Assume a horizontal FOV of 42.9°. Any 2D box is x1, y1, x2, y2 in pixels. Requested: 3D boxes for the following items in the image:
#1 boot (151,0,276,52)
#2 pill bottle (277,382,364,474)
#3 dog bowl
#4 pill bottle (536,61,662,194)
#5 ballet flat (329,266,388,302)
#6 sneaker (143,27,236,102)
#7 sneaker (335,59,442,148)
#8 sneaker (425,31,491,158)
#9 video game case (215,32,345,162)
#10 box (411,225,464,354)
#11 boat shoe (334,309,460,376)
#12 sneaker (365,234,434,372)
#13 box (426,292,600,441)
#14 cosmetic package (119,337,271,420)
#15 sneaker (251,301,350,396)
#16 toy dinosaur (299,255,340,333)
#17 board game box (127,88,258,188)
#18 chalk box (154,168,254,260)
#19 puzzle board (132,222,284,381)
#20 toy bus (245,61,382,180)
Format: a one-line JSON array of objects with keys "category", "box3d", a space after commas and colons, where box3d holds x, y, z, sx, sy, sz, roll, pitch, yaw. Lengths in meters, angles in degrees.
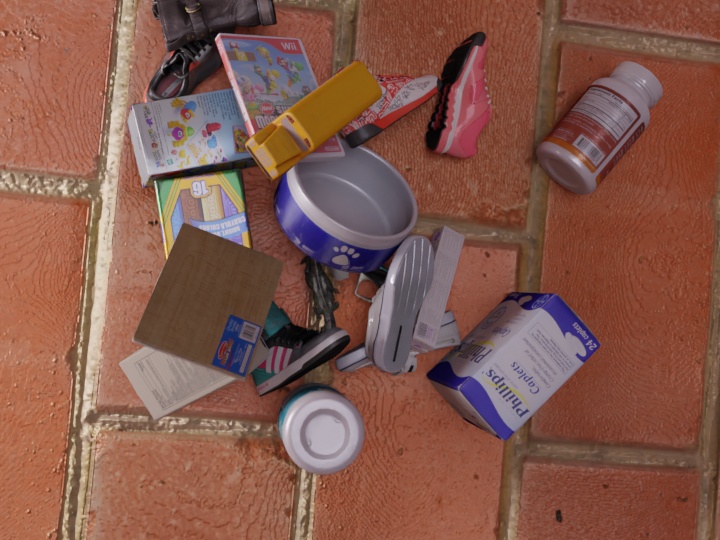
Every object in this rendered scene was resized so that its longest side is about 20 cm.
[{"category": "boot", "box3d": [-0.218, -0.402, 1.327, 0.173, 0.069, 0.200, -13, 50, -1]}, {"category": "pill bottle", "box3d": [-0.061, 0.219, 1.302, 0.110, 0.200, 0.111, 0, 88, -8]}, {"category": "dog bowl", "box3d": [-0.022, -0.096, 1.322, 0.199, 0.079, 0.201, 20, 42, -19]}, {"category": "pill bottle", "box3d": [0.376, -0.225, 1.428, 0.112, 0.112, 0.200, 42, 82, -6]}, {"category": "ballet flat", "box3d": [0.000, 0.000, 1.387, 0.200, 0.068, 0.068, 38, 92, -6]}, {"category": "sneaker", "box3d": [-0.245, -0.313, 1.346, 0.077, 0.082, 0.200, 32, 83, -7]}, {"category": "sneaker", "box3d": [0.033, -0.275, 1.367, 0.201, 0.067, 0.108, -38, 102, -29]}, {"category": "sneaker", "box3d": [0.169, -0.269, 1.428, 0.087, 0.074, 0.201, 18, 90, -22]}, {"category": "video game case", "box3d": [-0.112, -0.243, 1.290, 0.143, 0.017, 0.201, -8, 70, -40]}, {"category": "box", "box3d": [0.110, 0.028, 1.376, 0.041, 0.039, 0.201, 26, 61, -16]}, {"category": "boat shoe", "box3d": [0.061, 0.126, 1.393, 0.199, 0.071, 0.070, -20, 89, -16]}, {"category": "sneaker", "box3d": [0.046, 0.043, 1.310, 0.073, 0.071, 0.201, 15, 93, -36]}, {"category": "box", "box3d": [0.220, 0.134, 1.357, 0.200, 0.184, 0.105, -43, 96, -8]}, {"category": "cosmetic package", "box3d": [-0.234, 0.124, 1.286, 0.200, 0.071, 0.105, -27, 97, 34]}, {"category": "sneaker", "box3d": [-0.105, 0.093, 1.324, 0.083, 0.200, 0.121, -18, 78, -49]}, {"category": "toy dinosaur", "box3d": [-0.063, 0.014, 1.362, 0.047, 0.088, 0.201, -16, 94, 2]}, {"category": "board game box", "box3d": [-0.222, -0.194, 1.321, 0.199, 0.103, 0.105, -13, 89, -18]}, {"category": "chalk box", "box3d": [-0.219, -0.033, 1.322, 0.123, 0.125, 0.201, -8, 88, -9]}, {"category": "puzzle board", "box3d": [-0.195, 0.039, 1.204, 0.150, 0.017, 0.200, 22, 51, -9]}, {"category": "toy bus", "box3d": [-0.061, -0.202, 1.229, 0.065, 0.078, 0.200, 54, 52, -10]}]
